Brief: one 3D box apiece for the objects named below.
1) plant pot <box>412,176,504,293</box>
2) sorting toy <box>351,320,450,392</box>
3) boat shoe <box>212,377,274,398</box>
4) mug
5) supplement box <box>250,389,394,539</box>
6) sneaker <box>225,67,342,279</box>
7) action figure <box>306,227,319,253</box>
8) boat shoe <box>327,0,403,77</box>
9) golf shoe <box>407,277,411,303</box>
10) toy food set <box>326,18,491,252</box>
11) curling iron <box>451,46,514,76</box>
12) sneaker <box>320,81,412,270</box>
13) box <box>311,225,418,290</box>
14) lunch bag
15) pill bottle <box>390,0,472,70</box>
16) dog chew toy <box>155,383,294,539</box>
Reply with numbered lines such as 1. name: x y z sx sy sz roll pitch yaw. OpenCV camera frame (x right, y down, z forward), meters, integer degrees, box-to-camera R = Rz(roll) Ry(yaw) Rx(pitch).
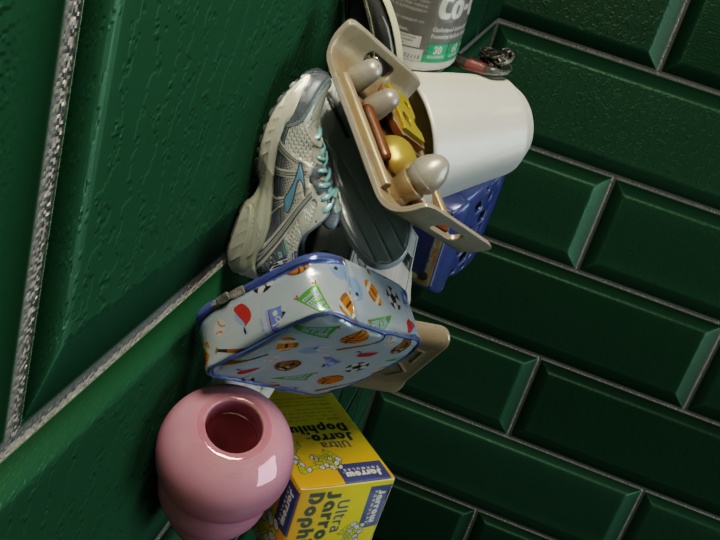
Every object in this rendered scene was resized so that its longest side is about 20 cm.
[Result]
1. plant pot: 0.091 -0.092 1.463 0.180 0.200 0.200 -48 159 -52
2. sorting toy: -0.001 0.099 1.208 0.200 0.185 0.037 123 -25 -59
3. boat shoe: -0.095 0.065 0.964 0.200 0.071 0.069 -63 158 -55
4. mug: 0.103 -0.172 1.053 0.187 0.153 0.150 68 -26 22
5. supplement box: -0.069 0.200 0.969 0.200 0.109 0.109 46 -53 48
6. sneaker: -0.050 -0.080 0.837 0.078 0.086 0.201 -50 160 -72
7. action figure: -0.034 -0.007 1.206 0.118 0.055 0.200 -24 138 -17
8. boat shoe: 0.001 -0.201 0.933 0.067 0.072 0.200 -22 133 -21
9. golf shoe: -0.009 0.008 1.162 0.200 0.075 0.092 28 77 -42
10. toy food set: 0.050 -0.118 0.841 0.143 0.060 0.200 23 43 -58
11. curling iron: 0.097 -0.252 1.080 0.050 0.200 0.026 -26 125 -39
12. sneaker: -0.001 -0.089 0.898 0.071 0.073 0.201 90 -18 -71
13. box: 0.000 0.000 1.050 0.117 0.060 0.200 53 36 -34
14. lunch bag: -0.049 0.055 0.843 0.200 0.160 0.076 25 44 -55
15. pill bottle: 0.071 -0.323 0.972 0.113 0.113 0.200 -60 168 -52
16. dog chew toy: -0.134 0.193 0.866 0.125 0.124 0.200 -63 179 -42
